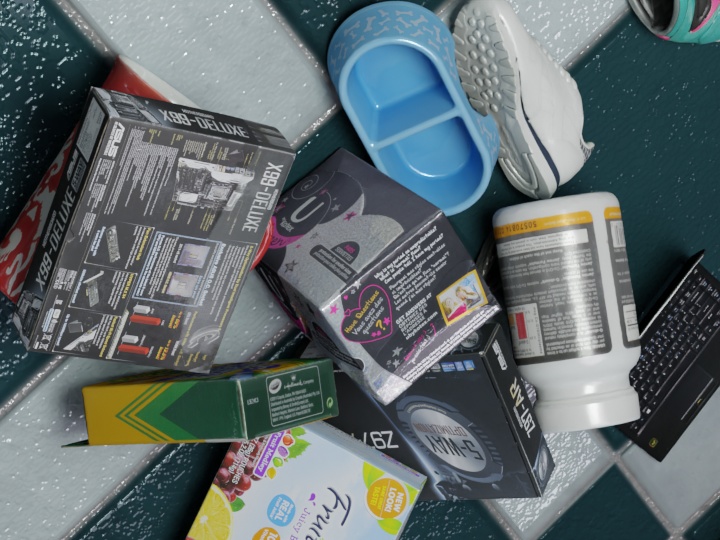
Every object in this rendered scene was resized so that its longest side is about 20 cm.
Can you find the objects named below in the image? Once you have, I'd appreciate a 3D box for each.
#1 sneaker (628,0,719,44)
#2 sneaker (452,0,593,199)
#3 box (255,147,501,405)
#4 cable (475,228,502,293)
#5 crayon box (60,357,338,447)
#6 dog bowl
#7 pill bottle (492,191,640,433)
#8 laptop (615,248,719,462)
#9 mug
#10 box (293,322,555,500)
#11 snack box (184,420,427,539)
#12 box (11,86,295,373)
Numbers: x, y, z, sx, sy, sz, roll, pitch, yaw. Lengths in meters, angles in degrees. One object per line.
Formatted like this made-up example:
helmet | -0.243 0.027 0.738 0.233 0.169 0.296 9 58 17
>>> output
sneaker | 0.283 -0.292 1.614 0.120 0.083 0.202 -17 117 -30
sneaker | 0.145 -0.163 1.597 0.080 0.076 0.201 -38 126 -21
box | 0.000 0.000 1.513 0.132 0.200 0.115 -38 119 -8
cable | 0.094 0.037 1.657 0.199 0.050 0.098 -35 114 -9
crayon box | -0.135 0.107 1.486 0.125 0.199 0.052 -10 93 -55
dog bowl | 0.047 -0.130 1.549 0.111 0.050 0.201 -22 121 14
pill bottle | 0.185 0.037 1.608 0.115 0.116 0.202 -7 88 -23
laptop | 0.307 0.086 1.749 0.200 0.103 0.178 38 90 -31
mug | -0.180 -0.038 1.439 0.201 0.177 0.133 -52 165 5
box | 0.053 0.128 1.601 0.044 0.198 0.161 -57 133 -46
snack box | -0.059 0.235 1.602 0.168 0.068 0.201 28 99 5
box | -0.156 -0.026 1.372 0.157 0.050 0.201 9 115 -32
